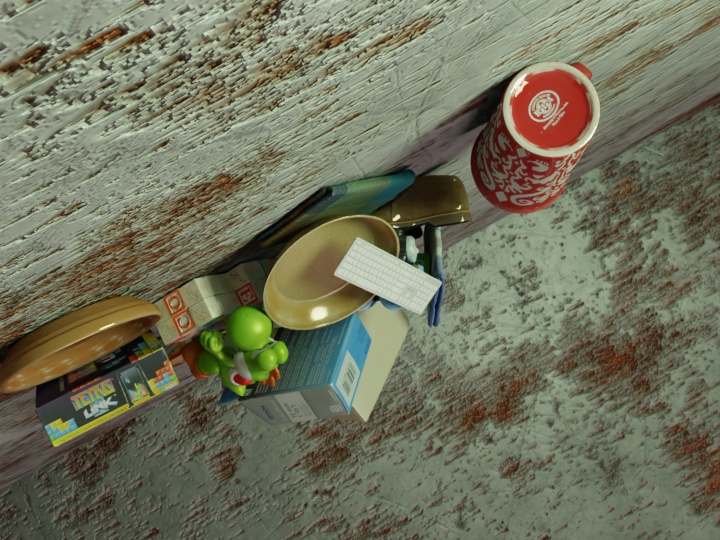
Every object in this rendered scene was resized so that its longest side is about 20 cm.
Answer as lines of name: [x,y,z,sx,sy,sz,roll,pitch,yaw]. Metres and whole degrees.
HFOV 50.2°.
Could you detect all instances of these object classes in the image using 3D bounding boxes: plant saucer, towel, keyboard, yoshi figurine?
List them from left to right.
plant saucer: [-0.330,0.081,0.900,0.198,0.038,0.200,-28,176,-2]
yoshi figurine: [-0.168,0.095,1.048,0.199,0.111,0.114,-12,-131,53]
plant saucer: [-0.042,-0.005,1.009,0.197,0.036,0.202,-21,143,-17]
towel: [-0.026,-0.083,0.998,0.146,0.022,0.199,-33,171,35]
keyboard: [0.041,0.011,1.033,0.199,0.011,0.057,26,95,-47]
towel: [0.125,-0.026,1.283,0.023,0.203,0.148,1,142,0]

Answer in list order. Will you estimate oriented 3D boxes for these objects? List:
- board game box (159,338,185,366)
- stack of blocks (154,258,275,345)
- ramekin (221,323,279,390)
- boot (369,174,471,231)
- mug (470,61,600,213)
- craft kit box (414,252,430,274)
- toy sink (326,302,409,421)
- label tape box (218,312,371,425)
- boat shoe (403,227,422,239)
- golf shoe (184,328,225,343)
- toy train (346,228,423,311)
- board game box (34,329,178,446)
board game box: [-0.293,0.118,1.416,0.198,0.047,0.151,-30,175,15]
stack of blocks: [-0.195,0.041,1.098,0.114,0.059,0.200,-30,175,19]
ramekin: [-0.148,0.149,1.354,0.196,0.107,0.200,-5,170,-1]
boot: [0.065,-0.096,1.158,0.196,0.077,0.074,-9,180,-2]
mug: [0.210,-0.179,0.923,0.131,0.181,0.200,9,172,4]
craft kit box: [0.014,-0.005,1.336,0.193,0.050,0.200,2,173,-1]
toy sink: [-0.024,0.124,1.265,0.111,0.131,0.202,-3,-133,39]
label tape box: [-0.094,0.147,1.119,0.197,0.067,0.144,-15,-146,28]
boat shoe: [0.055,-0.066,1.306,0.072,0.073,0.199,-30,175,25]
golf shoe: [-0.197,0.076,1.252,0.198,0.096,0.078,-28,175,-20]
toy train: [0.000,0.000,1.126,0.196,0.117,0.087,-2,-179,10]
board game box: [-0.338,0.141,1.012,0.163,0.058,0.199,-25,-166,-19]
